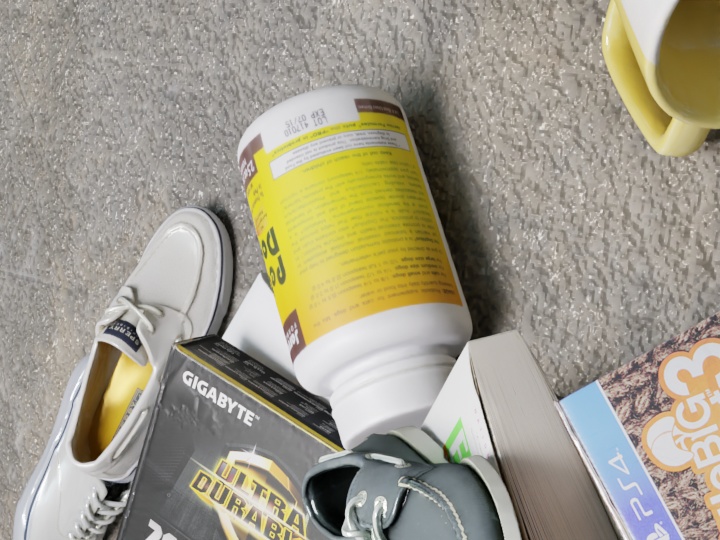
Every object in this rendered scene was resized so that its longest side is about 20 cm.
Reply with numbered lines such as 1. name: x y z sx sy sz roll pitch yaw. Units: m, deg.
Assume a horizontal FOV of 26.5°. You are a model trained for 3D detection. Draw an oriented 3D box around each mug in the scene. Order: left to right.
1. mug: 0.162 -0.163 0.742 0.186 0.149 0.154 -43 51 26

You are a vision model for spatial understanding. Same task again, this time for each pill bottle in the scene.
1. pill bottle: 0.000 0.000 0.909 0.109 0.109 0.202 -33 64 38

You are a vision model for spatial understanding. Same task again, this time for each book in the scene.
1. book: 0.063 0.128 0.717 0.200 0.048 0.135 108 146 -62

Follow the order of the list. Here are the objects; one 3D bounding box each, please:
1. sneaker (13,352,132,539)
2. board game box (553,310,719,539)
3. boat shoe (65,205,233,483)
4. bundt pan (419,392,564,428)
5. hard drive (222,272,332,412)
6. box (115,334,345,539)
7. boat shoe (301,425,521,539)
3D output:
1. sneaker: -0.201 0.160 1.122 0.071 0.073 0.202 26 105 49
2. board game box: 0.199 0.066 0.619 0.199 0.159 0.097 -30 63 7
3. boat shoe: -0.150 0.047 1.052 0.070 0.070 0.202 22 86 21
4. bundt pan: 0.104 0.160 0.817 0.201 0.075 0.204 -3 86 44
5. hard drive: -0.074 0.121 1.033 0.132 0.026 0.201 51 121 34
6. box: -0.056 0.157 0.965 0.199 0.049 0.161 30 113 29
7. boat shoe: 0.021 0.113 0.652 0.200 0.061 0.074 -157 57 -75
